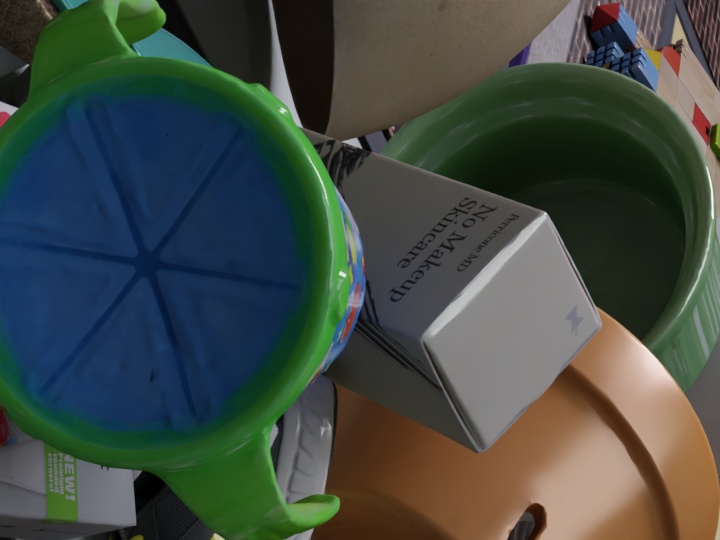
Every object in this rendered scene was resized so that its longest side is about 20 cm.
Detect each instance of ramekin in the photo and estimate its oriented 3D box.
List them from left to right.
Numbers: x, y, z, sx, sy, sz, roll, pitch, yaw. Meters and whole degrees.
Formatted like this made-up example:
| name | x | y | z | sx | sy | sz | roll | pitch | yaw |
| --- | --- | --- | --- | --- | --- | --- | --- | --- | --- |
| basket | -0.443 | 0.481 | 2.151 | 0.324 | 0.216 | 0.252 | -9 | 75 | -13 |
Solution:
| name | x | y | z | sx | sy | sz | roll | pitch | yaw |
| --- | --- | --- | --- | --- | --- | --- | --- | --- | --- |
| ramekin | 0.099 | 0.000 | 1.167 | 0.098 | 0.198 | 0.202 | 55 | 32 | -56 |

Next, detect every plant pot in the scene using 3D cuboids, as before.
| name | x | y | z | sx | sy | sz | roll | pitch | yaw |
| --- | --- | --- | --- | --- | --- | --- | --- | --- | --- |
| plant pot | 0.032 | -0.169 | 1.051 | 0.200 | 0.133 | 0.202 | 172 | -90 | -81 |
| plant pot | 0.049 | 0.120 | 1.020 | 0.140 | 0.199 | 0.201 | -45 | 121 | -44 |

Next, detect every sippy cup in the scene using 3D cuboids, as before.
| name | x | y | z | sx | sy | sz | roll | pitch | yaw |
| --- | --- | --- | --- | --- | --- | --- | --- | --- | --- |
| sippy cup | -0.058 | -0.001 | 0.785 | 0.130 | 0.138 | 0.179 | 7 | 97 | -77 |

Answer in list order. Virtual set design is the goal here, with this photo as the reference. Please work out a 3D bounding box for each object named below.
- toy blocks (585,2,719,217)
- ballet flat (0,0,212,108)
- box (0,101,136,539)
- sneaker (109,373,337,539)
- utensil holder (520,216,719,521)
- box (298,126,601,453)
| name | x | y | z | sx | sy | sz | roll | pitch | yaw |
| --- | --- | --- | --- | --- | --- | --- | --- | --- | --- |
| toy blocks | 0.214 | -0.113 | 1.621 | 0.137 | 0.099 | 0.201 | 50 | 34 | -28 |
| ballet flat | -0.119 | -0.087 | 0.866 | 0.200 | 0.065 | 0.071 | 45 | 22 | -49 |
| box | -0.152 | 0.012 | 0.781 | 0.200 | 0.041 | 0.157 | 22 | 60 | -64 |
| sneaker | -0.068 | 0.125 | 0.898 | 0.084 | 0.074 | 0.202 | 10 | 82 | -20 |
| utensil holder | 0.171 | 0.055 | 1.267 | 0.170 | 0.198 | 0.172 | -7 | 90 | -73 |
| box | 0.000 | 0.000 | 0.926 | 0.082 | 0.199 | 0.069 | -45 | 127 | -21 |
